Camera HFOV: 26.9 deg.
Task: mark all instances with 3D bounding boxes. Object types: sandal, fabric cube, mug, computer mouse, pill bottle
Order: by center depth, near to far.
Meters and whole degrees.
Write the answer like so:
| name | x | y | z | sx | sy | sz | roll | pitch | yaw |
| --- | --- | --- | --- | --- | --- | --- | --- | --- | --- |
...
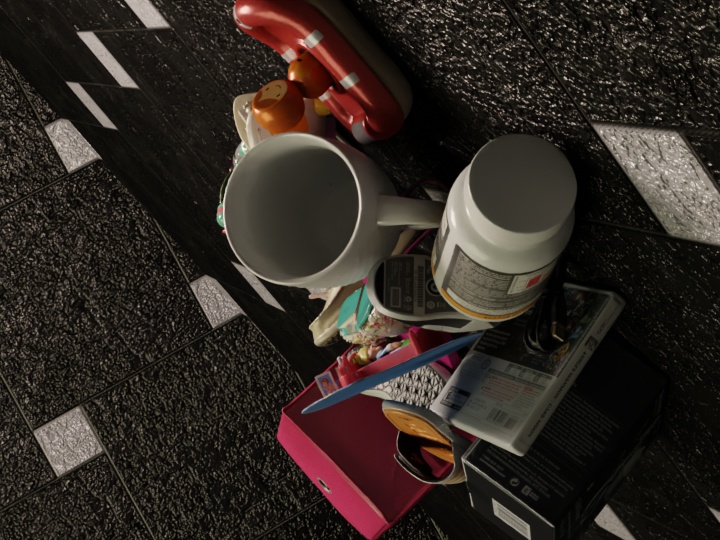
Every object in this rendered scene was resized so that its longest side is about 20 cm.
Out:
| name | x | y | z | sx | sy | sz | roll | pitch | yaw |
| --- | --- | --- | --- | --- | --- | --- | --- | --- | --- |
| pill bottle | 0.130 | -0.037 | 1.352 | 0.116 | 0.116 | 0.200 | 44 | 162 | 12 |
| computer mouse | 0.102 | 0.025 | 1.459 | 0.199 | 0.110 | 0.044 | 6 | 155 | -6 |
| mug | -0.010 | -0.055 | 1.490 | 0.199 | 0.148 | 0.175 | -1 | 176 | 21 |
| sandal | 0.067 | 0.190 | 1.582 | 0.079 | 0.059 | 0.207 | 11 | 163 | 30 |
| fabric cube | 0.029 | 0.200 | 1.896 | 0.196 | 0.200 | 0.199 | 46 | 166 | 7 |

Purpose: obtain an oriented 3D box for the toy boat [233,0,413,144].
| name | x | y | z | sx | sy | sz | roll | pitch | yaw |
| --- | --- | --- | --- | --- | --- | --- | --- | --- | --- |
| toy boat | -0.054 | -0.189 | 1.469 | 0.200 | 0.131 | 0.130 | 48 | 168 | -9 |

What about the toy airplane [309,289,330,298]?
| name | x | y | z | sx | sy | sz | roll | pitch | yaw |
| --- | --- | --- | --- | --- | --- | --- | --- | --- | --- |
| toy airplane | -0.074 | -0.048 | 1.993 | 0.200 | 0.141 | 0.199 | 43 | 169 | 12 |

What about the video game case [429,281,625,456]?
| name | x | y | z | sx | sy | sz | roll | pitch | yaw |
| --- | --- | --- | --- | --- | --- | --- | --- | --- | --- |
| video game case | 0.164 | 0.090 | 1.516 | 0.023 | 0.182 | 0.200 | 38 | 172 | -19 |

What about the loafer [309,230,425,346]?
| name | x | y | z | sx | sy | sz | roll | pitch | yaw |
| --- | --- | --- | --- | --- | --- | --- | --- | --- | --- |
| loafer | 0.000 | 0.000 | 1.754 | 0.068 | 0.200 | 0.076 | 38 | -179 | 11 |

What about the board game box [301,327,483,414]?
| name | x | y | z | sx | sy | sz | roll | pitch | yaw |
| --- | --- | --- | --- | --- | --- | --- | --- | --- | --- |
| board game box | 0.026 | 0.087 | 1.516 | 0.039 | 0.199 | 0.158 | 66 | 167 | 8 |

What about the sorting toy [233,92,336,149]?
| name | x | y | z | sx | sy | sz | roll | pitch | yaw |
| --- | --- | --- | --- | --- | --- | --- | --- | --- | --- |
| sorting toy | -0.070 | -0.104 | 1.655 | 0.200 | 0.106 | 0.181 | -127 | 28 | -76 |

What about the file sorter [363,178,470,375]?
| name | x | y | z | sx | sy | sz | roll | pitch | yaw |
| --- | --- | --- | --- | --- | --- | --- | --- | --- | --- |
| file sorter | 0.094 | 0.016 | 1.656 | 0.139 | 0.125 | 0.200 | 40 | 166 | 31 |

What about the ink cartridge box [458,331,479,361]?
| name | x | y | z | sx | sy | sz | roll | pitch | yaw |
| --- | --- | --- | --- | --- | --- | --- | --- | --- | --- |
| ink cartridge box | 0.153 | 0.130 | 1.927 | 0.200 | 0.084 | 0.145 | 41 | 166 | 26 |

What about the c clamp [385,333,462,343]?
| name | x | y | z | sx | sy | sz | roll | pitch | yaw |
| --- | --- | --- | --- | --- | --- | --- | --- | --- | --- |
| c clamp | 0.062 | 0.023 | 1.812 | 0.200 | 0.171 | 0.027 | 23 | 144 | 31 |

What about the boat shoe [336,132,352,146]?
| name | x | y | z | sx | sy | sz | roll | pitch | yaw |
| --- | --- | --- | --- | --- | --- | --- | --- | --- | --- |
| boat shoe | -0.008 | -0.100 | 1.780 | 0.200 | 0.071 | 0.070 | 54 | 170 | -7 |

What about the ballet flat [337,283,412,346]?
| name | x | y | z | sx | sy | sz | roll | pitch | yaw |
| --- | --- | --- | --- | --- | --- | --- | --- | --- | --- |
| ballet flat | 0.024 | 0.043 | 1.560 | 0.064 | 0.076 | 0.200 | 20 | 173 | -7 |

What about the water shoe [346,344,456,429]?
| name | x | y | z | sx | sy | sz | roll | pitch | yaw |
| --- | --- | --- | --- | --- | --- | --- | --- | --- | --- |
| water shoe | 0.065 | 0.128 | 1.692 | 0.079 | 0.072 | 0.200 | 14 | -174 | -41 |

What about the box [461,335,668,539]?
| name | x | y | z | sx | sy | sz | roll | pitch | yaw |
| --- | --- | --- | --- | --- | --- | --- | --- | --- | --- |
| box | 0.218 | 0.187 | 1.596 | 0.124 | 0.197 | 0.200 | 34 | 166 | 20 |

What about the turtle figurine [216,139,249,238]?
| name | x | y | z | sx | sy | sz | roll | pitch | yaw |
| --- | --- | --- | --- | --- | --- | --- | --- | --- | --- |
| turtle figurine | -0.118 | -0.104 | 1.813 | 0.100 | 0.200 | 0.150 | 0 | 132 | 34 |
